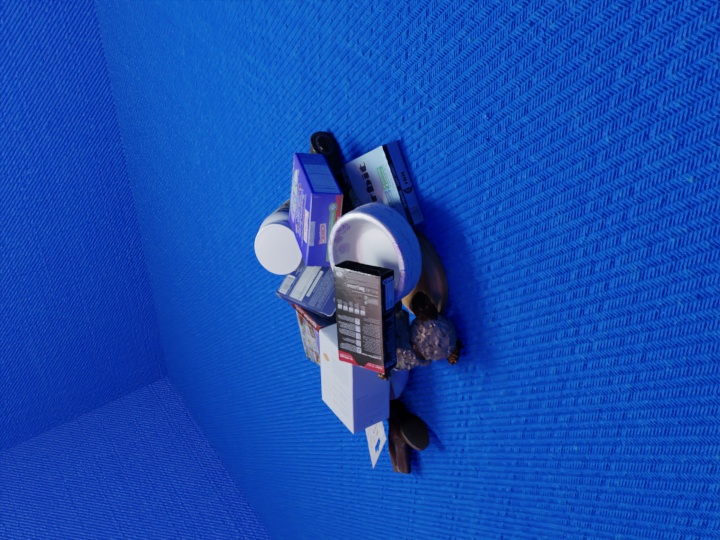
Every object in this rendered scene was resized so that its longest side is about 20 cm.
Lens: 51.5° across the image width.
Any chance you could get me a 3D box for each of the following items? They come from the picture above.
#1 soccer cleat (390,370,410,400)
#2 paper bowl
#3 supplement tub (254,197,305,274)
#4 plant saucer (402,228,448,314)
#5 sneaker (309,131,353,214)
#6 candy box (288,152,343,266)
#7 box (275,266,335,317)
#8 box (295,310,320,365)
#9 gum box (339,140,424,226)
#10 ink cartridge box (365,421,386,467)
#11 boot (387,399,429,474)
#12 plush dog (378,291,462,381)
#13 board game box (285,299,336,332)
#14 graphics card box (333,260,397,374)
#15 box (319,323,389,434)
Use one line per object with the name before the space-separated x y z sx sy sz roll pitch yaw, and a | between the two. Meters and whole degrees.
soccer cleat | 0.092 0.222 1.761 0.069 0.071 0.204 54 135 48
paper bowl | 0.037 -0.034 1.502 0.197 0.104 0.206 19 122 33
supplement tub | -0.165 -0.086 1.814 0.141 0.200 0.149 6 113 14
plant saucer | 0.113 0.010 1.592 0.200 0.032 0.205 40 141 42
sneaker | -0.065 -0.218 1.727 0.091 0.074 0.205 122 131 -65
candy box | -0.099 -0.134 1.606 0.202 0.075 0.173 -114 27 -54
box | -0.108 0.040 1.844 0.197 0.123 0.032 20 162 39
box | -0.130 0.174 2.144 0.136 0.038 0.205 22 128 56
gum box | 0.041 -0.165 1.582 0.199 0.044 0.174 -13 99 62
ink cartridge box | 0.046 0.366 1.881 0.163 0.049 0.204 106 155 -50
boot | 0.117 0.450 1.863 0.187 0.063 0.205 -128 32 -54
plush dog | 0.118 0.141 1.544 0.169 0.162 0.201 -22 118 34
board game box | -0.117 0.098 1.894 0.199 0.101 0.020 40 118 43
graphics card box | 0.009 0.090 1.472 0.123 0.050 0.206 11 114 38
box | -0.014 0.241 1.733 0.152 0.104 0.205 38 136 48
